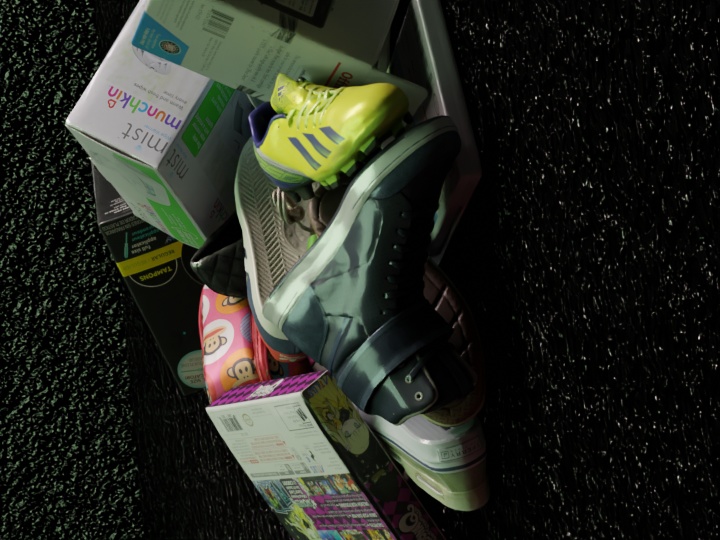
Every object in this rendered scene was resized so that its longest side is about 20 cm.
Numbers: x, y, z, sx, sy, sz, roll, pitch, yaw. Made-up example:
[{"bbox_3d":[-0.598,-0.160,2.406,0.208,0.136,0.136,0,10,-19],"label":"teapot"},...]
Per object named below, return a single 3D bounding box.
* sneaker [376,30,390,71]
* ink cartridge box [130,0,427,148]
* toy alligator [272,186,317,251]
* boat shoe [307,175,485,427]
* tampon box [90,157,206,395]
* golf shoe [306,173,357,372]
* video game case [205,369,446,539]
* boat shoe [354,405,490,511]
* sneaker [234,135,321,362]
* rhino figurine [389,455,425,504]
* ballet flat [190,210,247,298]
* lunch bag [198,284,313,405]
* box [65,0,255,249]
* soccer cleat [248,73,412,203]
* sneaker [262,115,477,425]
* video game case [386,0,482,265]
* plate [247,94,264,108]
[{"bbox_3d":[-0.035,-0.188,1.734,0.200,0.106,0.075,96,162,-50],"label":"sneaker"},{"bbox_3d":[-0.049,-0.168,1.613,0.116,0.200,0.067,131,160,-66],"label":"ink cartridge box"},{"bbox_3d":[0.000,0.000,1.733,0.200,0.054,0.059,57,-150,-43],"label":"toy alligator"},{"bbox_3d":[0.035,0.025,1.641,0.203,0.075,0.075,64,-177,21],"label":"boat shoe"},{"bbox_3d":[-0.133,-0.019,2.070,0.126,0.150,0.200,-105,-8,-58],"label":"tampon box"},{"bbox_3d":[-0.009,0.026,1.851,0.092,0.072,0.201,-128,31,-66],"label":"golf shoe"},{"bbox_3d":[-0.024,0.163,1.764,0.181,0.036,0.200,56,156,-8],"label":"video game case"},{"bbox_3d":[0.042,0.121,1.688,0.200,0.072,0.062,-136,33,-70],"label":"boat shoe"},{"bbox_3d":[-0.061,-0.019,1.806,0.085,0.075,0.200,94,176,-58],"label":"sneaker"},{"bbox_3d":[0.024,0.173,1.829,0.200,0.060,0.087,69,158,8],"label":"rhino figurine"},{"bbox_3d":[-0.065,-0.067,1.880,0.066,0.057,0.200,27,84,50],"label":"ballet flat"},{"bbox_3d":[-0.063,0.091,1.958,0.200,0.082,0.176,53,-158,-41],"label":"lunch bag"},{"bbox_3d":[-0.134,-0.135,1.873,0.177,0.097,0.200,-60,-19,-13],"label":"box"},{"bbox_3d":[-0.029,-0.099,1.559,0.084,0.065,0.200,56,159,-5],"label":"soccer cleat"},{"bbox_3d":[0.039,0.009,1.530,0.146,0.077,0.202,47,123,18],"label":"sneaker"},{"bbox_3d":[0.045,-0.093,1.640,0.200,0.018,0.144,112,147,-68],"label":"video game case"},{"bbox_3d":[-0.050,-0.206,1.795,0.200,0.026,0.201,12,-104,-63],"label":"plate"}]
